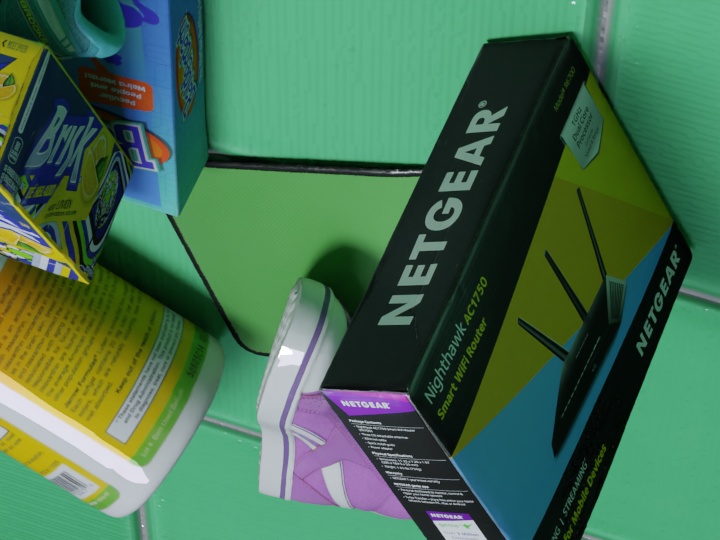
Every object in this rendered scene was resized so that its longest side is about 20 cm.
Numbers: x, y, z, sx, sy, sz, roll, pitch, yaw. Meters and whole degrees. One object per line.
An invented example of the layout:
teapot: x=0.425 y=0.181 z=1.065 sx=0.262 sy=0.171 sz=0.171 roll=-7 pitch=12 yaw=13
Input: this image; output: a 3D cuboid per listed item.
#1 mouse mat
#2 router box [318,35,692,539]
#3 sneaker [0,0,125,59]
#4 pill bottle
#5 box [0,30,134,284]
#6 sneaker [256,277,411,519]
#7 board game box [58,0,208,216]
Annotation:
mouse mat: x=0.000 y=0.000 z=1.416 sx=0.199 sy=0.008 sz=0.161 roll=3 pitch=142 yaw=26
router box: x=0.069 y=0.022 z=1.227 sx=0.051 sy=0.201 sz=0.149 roll=-1 pitch=140 yaw=35
sneaker: x=-0.117 y=-0.175 z=1.161 sx=0.079 sy=0.078 sz=0.201 roll=15 pitch=129 yaw=3
pill bottle: x=-0.181 y=0.034 z=1.479 sx=0.199 sy=0.111 sz=0.111 roll=33 pitch=146 yaw=-14
box: x=-0.158 y=-0.053 z=1.241 sx=0.070 sy=0.065 sz=0.200 roll=18 pitch=171 yaw=9
sneaker: x=0.007 y=0.070 z=1.449 sx=0.114 sy=0.073 sz=0.201 roll=15 pitch=157 yaw=6
board game box: x=-0.149 y=-0.119 z=1.306 sx=0.151 sy=0.045 sz=0.200 roll=16 pitch=147 yaw=10
